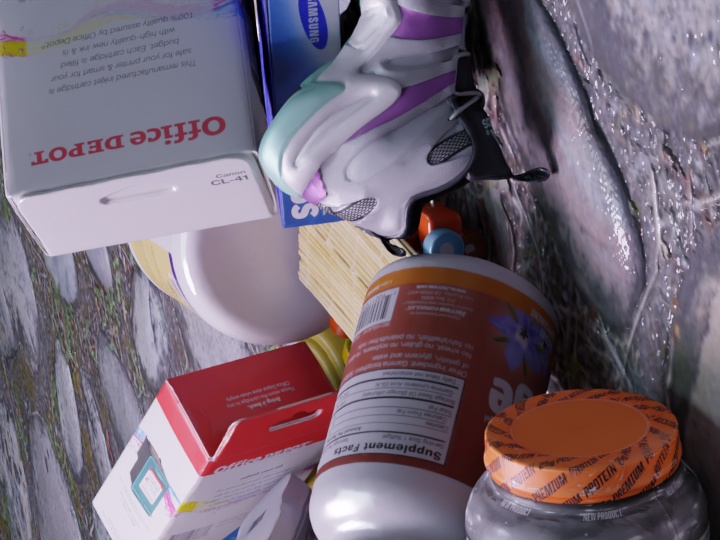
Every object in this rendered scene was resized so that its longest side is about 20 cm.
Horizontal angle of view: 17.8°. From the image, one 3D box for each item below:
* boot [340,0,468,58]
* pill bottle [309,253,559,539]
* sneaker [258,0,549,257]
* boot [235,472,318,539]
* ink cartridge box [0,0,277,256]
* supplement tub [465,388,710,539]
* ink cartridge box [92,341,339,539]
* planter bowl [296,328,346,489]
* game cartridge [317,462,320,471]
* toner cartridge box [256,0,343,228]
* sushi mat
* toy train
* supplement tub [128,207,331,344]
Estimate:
[{"bbox_3d":[0.004,-0.159,1.380,0.174,0.069,0.201,151,110,-76],"label":"boot"},{"bbox_3d":[0.036,0.101,1.240,0.112,0.112,0.200,112,174,-61],"label":"pill bottle"},{"bbox_3d":[0.052,-0.100,1.247,0.200,0.140,0.078,-57,-7,11],"label":"sneaker"},{"bbox_3d":[-0.034,0.195,1.446,0.096,0.074,0.200,43,-166,-3],"label":"boot"},{"bbox_3d":[-0.133,-0.123,1.338,0.086,0.147,0.201,68,-167,-65],"label":"ink cartridge box"},{"bbox_3d":[0.117,0.169,1.153,0.123,0.122,0.201,-140,42,-63],"label":"supplement tub"},{"bbox_3d":[-0.088,0.117,1.531,0.067,0.116,0.200,58,140,22],"label":"ink cartridge box"},{"bbox_3d":[-0.031,0.127,1.648,0.200,0.083,0.201,168,90,-73],"label":"planter bowl"},{"bbox_3d":[0.023,0.183,1.469,0.133,0.041,0.201,-56,-44,-55],"label":"game cartridge"},{"bbox_3d":[-0.036,-0.127,1.356,0.200,0.043,0.095,88,172,-49],"label":"toner cartridge box"},{"bbox_3d":[0.000,0.000,1.416,0.200,0.012,0.096,-131,39,-57],"label":"sushi mat"},{"bbox_3d":[0.033,0.007,1.429,0.200,0.055,0.151,-157,63,-68],"label":"toy train"},{"bbox_3d":[-0.083,-0.036,1.600,0.200,0.145,0.146,-151,51,-68],"label":"supplement tub"}]
